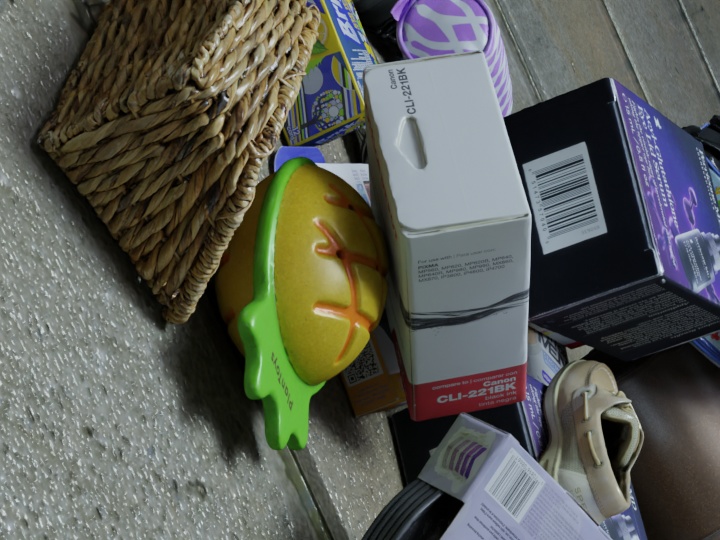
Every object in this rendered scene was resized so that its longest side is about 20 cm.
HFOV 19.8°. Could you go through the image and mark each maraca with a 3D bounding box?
[{"bbox_3d":[-0.040,0.018,1.282,0.201,0.106,0.138,-76,152,-44],"label":"maraca"}]

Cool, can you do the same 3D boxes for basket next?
[{"bbox_3d":[-0.080,-0.095,1.249,0.149,0.142,0.200,55,25,-24],"label":"basket"}]

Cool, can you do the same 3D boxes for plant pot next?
[{"bbox_3d":[0.263,0.155,1.739,0.199,0.200,0.200,58,23,-7],"label":"plant pot"}]

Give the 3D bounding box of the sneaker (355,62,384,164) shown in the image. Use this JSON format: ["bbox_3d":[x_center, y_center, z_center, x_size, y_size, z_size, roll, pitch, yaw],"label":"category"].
[{"bbox_3d":[0.042,-0.065,1.586,0.085,0.078,0.201,-15,83,-67],"label":"sneaker"}]

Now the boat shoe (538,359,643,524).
[{"bbox_3d":[0.167,0.118,1.432,0.072,0.065,0.200,59,22,-15],"label":"boat shoe"}]

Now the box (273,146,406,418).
[{"bbox_3d":[0.000,0.000,1.479,0.119,0.041,0.201,-7,77,-67],"label":"box"}]

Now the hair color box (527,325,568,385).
[{"bbox_3d":[0.117,0.033,1.684,0.109,0.065,0.201,44,30,-46],"label":"hair color box"}]

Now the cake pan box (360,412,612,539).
[{"bbox_3d":[0.071,0.212,1.275,0.185,0.052,0.200,-56,132,-12],"label":"cake pan box"}]

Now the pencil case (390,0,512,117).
[{"bbox_3d":[0.077,-0.164,1.684,0.085,0.084,0.200,38,-8,14],"label":"pencil case"}]

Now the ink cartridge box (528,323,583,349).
[{"bbox_3d":[0.164,-0.010,1.655,0.200,0.067,0.117,29,46,-60],"label":"ink cartridge box"}]

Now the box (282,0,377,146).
[{"bbox_3d":[-0.049,-0.195,1.514,0.201,0.070,0.064,69,20,5],"label":"box"}]

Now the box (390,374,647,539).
[{"bbox_3d":[0.124,0.174,1.507,0.200,0.104,0.149,28,43,-57],"label":"box"}]

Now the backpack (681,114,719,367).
[{"bbox_3d":[0.308,-0.006,1.653,0.200,0.147,0.183,39,17,10],"label":"backpack"}]

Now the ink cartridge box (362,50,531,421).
[{"bbox_3d":[0.056,-0.021,1.342,0.201,0.083,0.145,84,-6,-52],"label":"ink cartridge box"}]

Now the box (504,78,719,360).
[{"bbox_3d":[0.185,-0.031,1.476,0.200,0.104,0.149,19,55,-61],"label":"box"}]

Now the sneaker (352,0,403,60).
[{"bbox_3d":[0.041,-0.216,1.737,0.200,0.073,0.082,-7,77,-66],"label":"sneaker"}]
